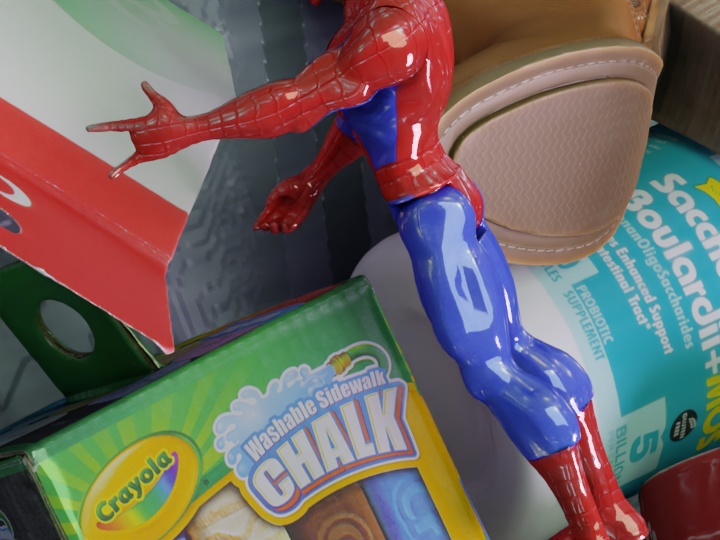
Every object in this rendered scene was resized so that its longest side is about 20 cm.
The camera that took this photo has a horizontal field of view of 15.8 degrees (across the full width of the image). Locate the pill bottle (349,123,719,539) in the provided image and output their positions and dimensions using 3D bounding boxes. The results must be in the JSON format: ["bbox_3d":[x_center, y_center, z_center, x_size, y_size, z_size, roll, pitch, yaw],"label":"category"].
[{"bbox_3d":[0.100,0.010,0.874,0.200,0.111,0.111,-24,91,-31],"label":"pill bottle"}]

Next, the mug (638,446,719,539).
[{"bbox_3d":[0.152,0.148,0.780,0.177,0.133,0.200,30,47,-65],"label":"mug"}]

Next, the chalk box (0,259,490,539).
[{"bbox_3d":[-0.048,0.083,0.769,0.124,0.125,0.200,-26,94,-30],"label":"chalk box"}]

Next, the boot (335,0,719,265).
[{"bbox_3d":[0.037,-0.074,0.831,0.200,0.155,0.074,-16,130,-48],"label":"boot"}]

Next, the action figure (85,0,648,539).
[{"bbox_3d":[0.000,0.000,0.702,0.099,0.065,0.200,-17,100,13],"label":"action figure"}]

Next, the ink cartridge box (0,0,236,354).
[{"bbox_3d":[-0.110,-0.067,0.727,0.161,0.200,0.050,32,101,-16],"label":"ink cartridge box"}]
